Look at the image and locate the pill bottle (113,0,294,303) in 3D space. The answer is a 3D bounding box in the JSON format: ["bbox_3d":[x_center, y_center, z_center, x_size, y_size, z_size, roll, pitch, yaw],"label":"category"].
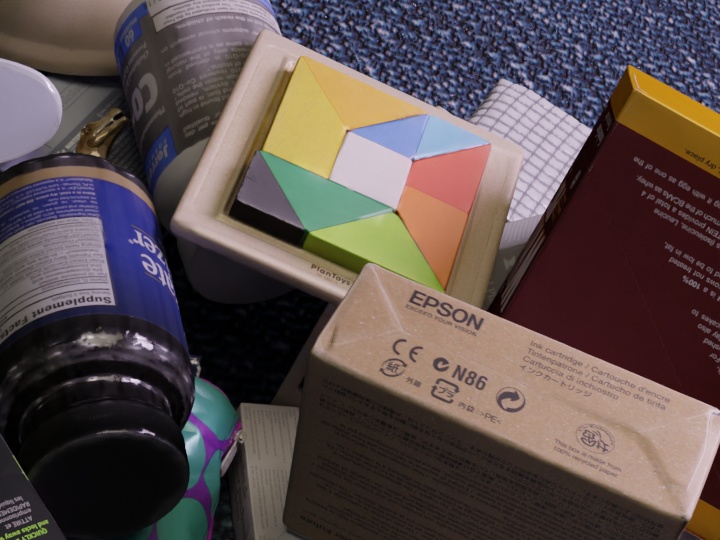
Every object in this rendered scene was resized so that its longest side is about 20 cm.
[{"bbox_3d":[-0.088,-0.086,1.064,0.113,0.114,0.200,-1,54,-26],"label":"pill bottle"}]

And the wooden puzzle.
[{"bbox_3d":[0.001,-0.054,0.973,0.184,0.037,0.200,24,45,-5],"label":"wooden puzzle"}]

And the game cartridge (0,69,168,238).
[{"bbox_3d":[-0.164,-0.091,1.136,0.133,0.041,0.200,35,45,2],"label":"game cartridge"}]

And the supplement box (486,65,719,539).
[{"bbox_3d":[0.189,0.021,0.943,0.197,0.200,0.133,29,15,1],"label":"supplement box"}]

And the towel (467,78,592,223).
[{"bbox_3d":[0.145,-0.031,1.195,0.200,0.086,0.166,33,41,5],"label":"towel"}]

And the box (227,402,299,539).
[{"bbox_3d":[-0.048,0.170,0.954,0.041,0.039,0.200,6,49,-20],"label":"box"}]

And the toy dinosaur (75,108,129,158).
[{"bbox_3d":[-0.200,-0.027,1.022,0.101,0.058,0.200,31,47,21],"label":"toy dinosaur"}]

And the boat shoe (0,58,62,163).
[{"bbox_3d":[-0.294,-0.101,1.053,0.201,0.075,0.086,-9,18,-11],"label":"boat shoe"}]

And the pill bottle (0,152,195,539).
[{"bbox_3d":[-0.150,0.040,0.884,0.111,0.112,0.200,3,43,-23],"label":"pill bottle"}]

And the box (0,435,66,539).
[{"bbox_3d":[-0.202,0.190,0.784,0.124,0.149,0.200,-20,61,-36],"label":"box"}]

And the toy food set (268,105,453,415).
[{"bbox_3d":[0.000,0.000,1.053,0.060,0.144,0.200,30,45,0],"label":"toy food set"}]

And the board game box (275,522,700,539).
[{"bbox_3d":[0.076,0.166,0.931,0.200,0.026,0.200,33,53,18],"label":"board game box"}]

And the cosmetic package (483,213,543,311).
[{"bbox_3d":[0.150,0.013,1.060,0.090,0.199,0.107,-52,124,-71],"label":"cosmetic package"}]

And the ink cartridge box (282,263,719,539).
[{"bbox_3d":[0.068,0.106,0.854,0.199,0.165,0.075,23,51,10],"label":"ink cartridge box"}]

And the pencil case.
[{"bbox_3d":[-0.113,0.149,0.910,0.092,0.085,0.200,3,48,-2],"label":"pencil case"}]

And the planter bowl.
[{"bbox_3d":[-0.196,-0.247,1.160,0.199,0.135,0.201,7,39,-6],"label":"planter bowl"}]
